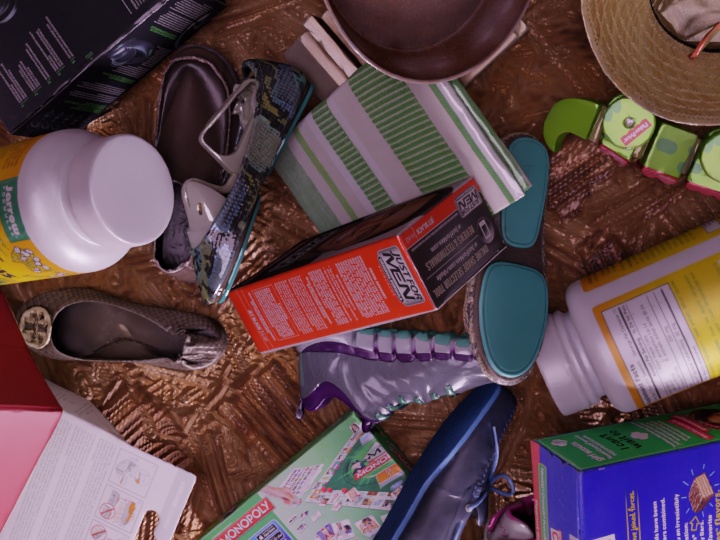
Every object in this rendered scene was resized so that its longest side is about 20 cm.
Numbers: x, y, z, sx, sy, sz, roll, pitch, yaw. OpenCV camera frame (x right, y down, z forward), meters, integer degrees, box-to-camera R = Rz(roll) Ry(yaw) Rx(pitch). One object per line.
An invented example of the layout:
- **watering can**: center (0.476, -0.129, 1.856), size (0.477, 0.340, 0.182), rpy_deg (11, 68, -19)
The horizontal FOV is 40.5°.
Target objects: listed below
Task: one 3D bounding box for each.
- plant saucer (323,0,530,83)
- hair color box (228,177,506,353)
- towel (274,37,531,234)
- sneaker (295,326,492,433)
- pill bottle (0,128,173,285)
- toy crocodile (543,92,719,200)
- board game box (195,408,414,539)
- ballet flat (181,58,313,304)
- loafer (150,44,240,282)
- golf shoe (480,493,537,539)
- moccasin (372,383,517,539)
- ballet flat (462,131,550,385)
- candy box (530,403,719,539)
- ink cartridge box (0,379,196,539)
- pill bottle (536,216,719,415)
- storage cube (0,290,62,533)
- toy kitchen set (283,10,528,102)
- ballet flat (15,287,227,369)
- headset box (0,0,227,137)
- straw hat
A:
- **plant saucer**: center (0.042, -0.224, 0.634), size (0.034, 0.199, 0.202), rpy_deg (22, 107, 49)
- **hair color box**: center (0.000, 0.000, 0.737), size (0.199, 0.101, 0.062), rpy_deg (-17, 105, 45)
- **towel**: center (0.023, -0.077, 0.758), size (0.153, 0.023, 0.200), rpy_deg (55, 138, -2)
- **sneaker**: center (0.041, 0.093, 0.807), size (0.198, 0.074, 0.088), rpy_deg (4, 90, 19)
- **pill bottle**: center (-0.247, -0.050, 0.780), size (0.199, 0.113, 0.114), rpy_deg (-6, 100, 35)
- **toy crocodile**: center (0.239, -0.091, 0.746), size (0.199, 0.068, 0.062), rpy_deg (21, 108, 8)
- **board game box**: center (-0.033, 0.231, 0.869), size (0.200, 0.029, 0.135), rpy_deg (-40, 91, 14)
- **ballet flat**: center (-0.104, -0.075, 0.772), size (0.074, 0.074, 0.201), rpy_deg (20, 81, 6)
- **loafer**: center (-0.138, -0.085, 0.810), size (0.072, 0.071, 0.202), rpy_deg (4, 100, 9)
- **golf shoe**: center (0.118, 0.238, 0.810), size (0.199, 0.075, 0.092), rpy_deg (-37, 120, 7)
- **moccasin**: center (0.074, 0.187, 0.807), size (0.068, 0.080, 0.201), rpy_deg (34, 86, -7)
- **ballet flat**: center (0.110, -0.006, 0.760), size (0.067, 0.075, 0.202), rpy_deg (12, 73, -18)
- **candy box**: center (0.236, 0.204, 0.752), size (0.198, 0.077, 0.171), rpy_deg (-7, 100, -20)
- **ink cartridge box**: center (-0.260, 0.205, 0.897), size (0.199, 0.047, 0.161), rpy_deg (25, 102, 3)
- **pill bottle**: center (0.232, 0.038, 0.747), size (0.199, 0.109, 0.110), rpy_deg (-25, 95, 13)
- **storage cube**: center (-0.379, 0.120, 0.794), size (0.171, 0.179, 0.201), rpy_deg (47, 113, 38)
- **toy kitchen set**: center (-0.004, -0.198, 0.712), size (0.163, 0.180, 0.200), rpy_deg (-41, 92, 15)
- **ballet flat**: center (-0.216, 0.056, 0.860), size (0.198, 0.046, 0.068), rpy_deg (8, 100, 8)
- **headset box**: center (-0.242, -0.225, 0.783), size (0.199, 0.093, 0.175), rpy_deg (-37, 85, 13)
- **straw hat**: center (0.256, -0.202, 0.715), size (0.199, 0.085, 0.203), rpy_deg (1, 103, 5)
